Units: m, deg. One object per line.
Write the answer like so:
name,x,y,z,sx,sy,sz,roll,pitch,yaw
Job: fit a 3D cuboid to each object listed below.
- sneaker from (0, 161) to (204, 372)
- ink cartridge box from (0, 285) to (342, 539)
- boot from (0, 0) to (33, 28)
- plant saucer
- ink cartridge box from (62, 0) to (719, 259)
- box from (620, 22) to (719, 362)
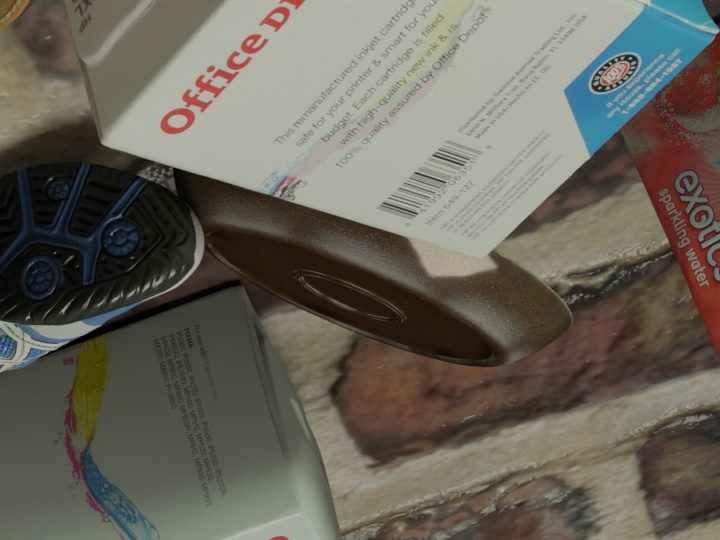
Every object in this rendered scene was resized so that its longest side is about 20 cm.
sneaker,-0.156,0.003,0.994,0.199,0.076,0.077,-13,162,24
ink cartridge box,-0.118,0.129,1.126,0.199,0.145,0.146,-21,146,2
boot,-0.150,-0.150,0.754,0.076,0.073,0.201,-51,166,-35
plant saucer,0.000,0.000,0.986,0.199,0.032,0.200,21,168,5
ink cartridge box,0.002,-0.122,0.826,0.199,0.145,0.147,16,132,-41
box,0.207,-0.017,1.020,0.102,0.201,0.095,-29,145,17
